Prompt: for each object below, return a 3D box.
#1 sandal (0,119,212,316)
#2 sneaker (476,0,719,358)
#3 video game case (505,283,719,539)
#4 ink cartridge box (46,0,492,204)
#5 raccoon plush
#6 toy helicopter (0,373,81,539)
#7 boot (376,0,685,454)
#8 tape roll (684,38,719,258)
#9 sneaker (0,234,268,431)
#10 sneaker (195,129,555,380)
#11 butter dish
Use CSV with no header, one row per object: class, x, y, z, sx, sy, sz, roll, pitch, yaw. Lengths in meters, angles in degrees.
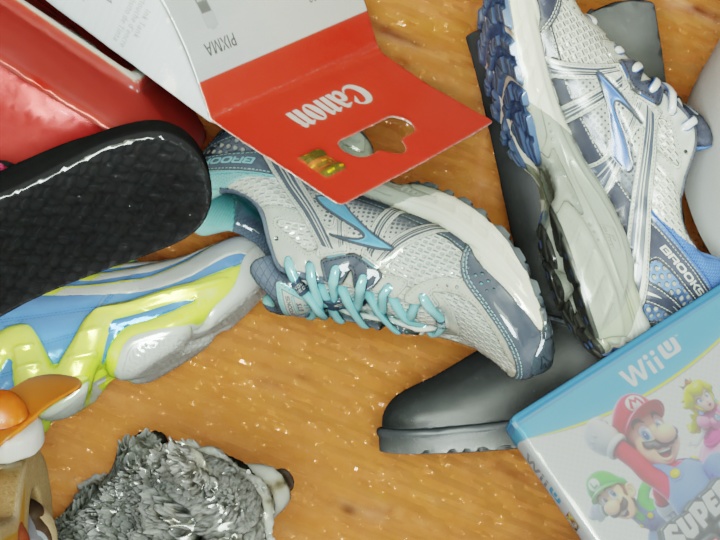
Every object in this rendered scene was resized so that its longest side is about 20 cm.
sandal,-0.159,-0.015,1.165,0.199,0.045,0.075,-18,124,-4
sneaker,0.111,-0.066,1.282,0.085,0.077,0.201,-17,90,-10
video game case,0.176,0.112,1.224,0.143,0.018,0.200,-31,76,-17
ink cartridge box,-0.044,-0.119,1.259,0.200,0.160,0.047,35,119,15
raccoon plush,-0.114,0.151,1.269,0.097,0.134,0.200,44,84,-1
toy helicopter,-0.146,0.107,1.151,0.078,0.200,0.133,0,87,2
boot,0.076,-0.019,1.330,0.164,0.066,0.201,-7,90,-11
tape roll,0.259,-0.072,1.279,0.201,0.139,0.204,5,62,-10
sneaker,-0.141,0.015,1.306,0.199,0.076,0.105,-31,82,-11
sneaker,0.000,0.000,1.265,0.200,0.078,0.086,36,64,29
butter dish,-0.184,-0.064,1.255,0.199,0.199,0.148,34,96,-4
